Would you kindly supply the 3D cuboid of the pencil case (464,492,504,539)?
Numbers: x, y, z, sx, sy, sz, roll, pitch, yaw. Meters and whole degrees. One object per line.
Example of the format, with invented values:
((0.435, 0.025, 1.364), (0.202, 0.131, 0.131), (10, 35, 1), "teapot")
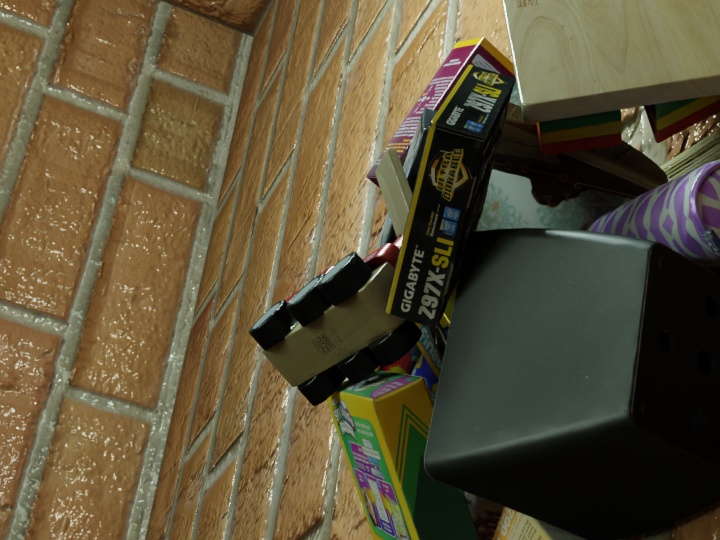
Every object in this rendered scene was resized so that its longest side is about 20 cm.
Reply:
((0.148, 0.163, 1.195), (0.090, 0.077, 0.202), (48, 120, 55), "pencil case")

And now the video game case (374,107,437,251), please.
((0.047, -0.071, 1.354), (0.200, 0.025, 0.183), (-75, 4, -77), "video game case")

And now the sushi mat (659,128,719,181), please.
((0.285, -0.069, 1.109), (0.200, 0.012, 0.097), (141, 143, -62), "sushi mat")

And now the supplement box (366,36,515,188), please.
((0.112, -0.158, 1.513), (0.201, 0.110, 0.086), (-55, 18, -7), "supplement box")

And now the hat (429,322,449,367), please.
((0.116, 0.099, 1.094), (0.201, 0.080, 0.203), (-18, -90, -89), "hat")

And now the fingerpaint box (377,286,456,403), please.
((0.084, 0.110, 1.330), (0.201, 0.072, 0.168), (59, 136, 39), "fingerpaint box")

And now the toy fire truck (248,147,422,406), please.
((0.000, 0.000, 1.220), (0.175, 0.129, 0.200), (-33, 12, 45), "toy fire truck")

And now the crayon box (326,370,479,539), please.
((0.037, 0.184, 1.184), (0.200, 0.058, 0.175), (172, 80, -76), "crayon box")

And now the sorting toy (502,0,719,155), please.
((0.232, -0.181, 1.128), (0.201, 0.196, 0.070), (-90, -11, -52), "sorting toy")

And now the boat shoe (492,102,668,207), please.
((0.175, -0.094, 1.165), (0.072, 0.197, 0.073), (-49, -23, -63), "boat shoe")

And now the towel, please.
((0.153, -0.055, 1.257), (0.048, 0.171, 0.201), (-20, -31, -51), "towel")

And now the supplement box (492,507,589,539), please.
((0.159, 0.278, 1.038), (0.200, 0.073, 0.128), (-134, 63, -72), "supplement box")

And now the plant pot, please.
((0.192, 0.078, 0.967), (0.176, 0.198, 0.203), (-18, 53, 52), "plant pot")

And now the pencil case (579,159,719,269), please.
((0.251, -0.026, 1.045), (0.084, 0.086, 0.200), (-48, 9, -22), "pencil case")

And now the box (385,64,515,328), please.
((0.077, -0.067, 1.066), (0.200, 0.049, 0.162), (-58, -16, -64), "box")
